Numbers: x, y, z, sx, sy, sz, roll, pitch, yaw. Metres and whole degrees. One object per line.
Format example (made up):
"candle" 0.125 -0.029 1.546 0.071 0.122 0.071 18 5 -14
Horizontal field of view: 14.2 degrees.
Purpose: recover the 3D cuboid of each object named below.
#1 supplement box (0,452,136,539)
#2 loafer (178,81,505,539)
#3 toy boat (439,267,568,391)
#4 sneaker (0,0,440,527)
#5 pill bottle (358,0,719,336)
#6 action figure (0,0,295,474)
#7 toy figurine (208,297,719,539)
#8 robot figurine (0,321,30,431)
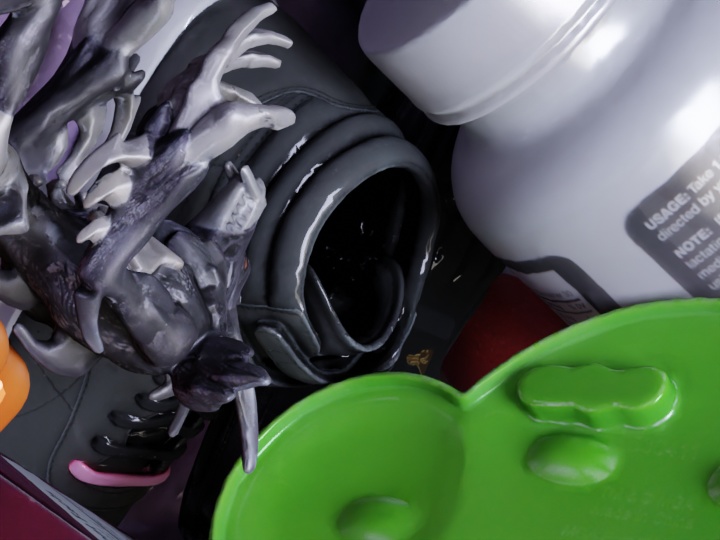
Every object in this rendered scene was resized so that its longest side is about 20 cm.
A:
"supplement box" -0.054 0.157 0.795 0.200 0.103 0.131 38 84 -45
"loafer" 0.000 0.000 0.865 0.068 0.070 0.201 26 85 -54
"toy boat" 0.120 0.008 0.915 0.199 0.131 0.131 -2 119 -10
"sneaker" -0.047 0.026 0.810 0.071 0.099 0.200 5 115 -49
"pill bottle" 0.096 -0.024 0.789 0.200 0.111 0.111 42 84 -21
"action figure" -0.068 -0.038 0.711 0.102 0.119 0.200 -47 128 -9
"toy figurine" 0.081 0.119 0.776 0.184 0.200 0.150 56 49 -44
"robot figurine" -0.172 0.071 0.701 0.200 0.144 0.117 -46 117 -10
